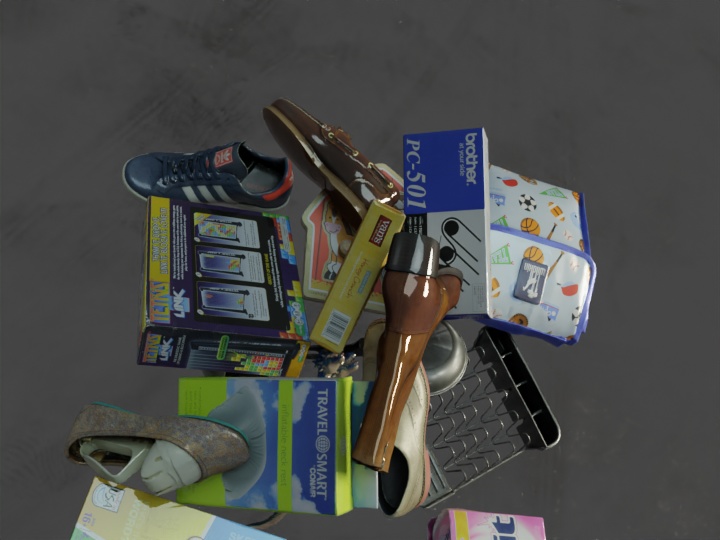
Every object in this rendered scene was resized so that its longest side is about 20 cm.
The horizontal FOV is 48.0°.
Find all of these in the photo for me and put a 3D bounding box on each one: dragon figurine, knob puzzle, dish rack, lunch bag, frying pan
[{"bbox_3d":[-0.056,0.172,0.834,0.058,0.201,0.100,22,21,-41],"label":"dragon figurine"},{"bbox_3d":[0.023,-0.048,0.994,0.214,0.031,0.225,8,65,-16],"label":"knob puzzle"},{"bbox_3d":[0.113,0.167,0.917,0.197,0.055,0.156,-21,74,-26],"label":"dish rack"},{"bbox_3d":[0.187,-0.017,0.975,0.166,0.124,0.204,16,54,-12],"label":"lunch bag"},{"bbox_3d":[0.031,0.076,0.916,0.186,0.031,0.116,19,50,11],"label":"frying pan"}]

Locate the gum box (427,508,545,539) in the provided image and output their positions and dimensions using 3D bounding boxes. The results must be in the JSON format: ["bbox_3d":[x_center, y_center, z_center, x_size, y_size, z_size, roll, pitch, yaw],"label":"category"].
[{"bbox_3d":[0.135,0.347,0.825,0.111,0.066,0.204,10,56,-16],"label":"gum box"}]

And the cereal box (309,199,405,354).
[{"bbox_3d":[0.000,0.000,0.839,0.039,0.200,0.146,25,94,0],"label":"cereal box"}]

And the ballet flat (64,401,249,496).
[{"bbox_3d":[-0.194,0.171,0.749,0.196,0.069,0.068,1,37,27],"label":"ballet flat"}]

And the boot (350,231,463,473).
[{"bbox_3d":[0.047,0.087,0.750,0.067,0.188,0.205,9,80,8],"label":"boot"}]

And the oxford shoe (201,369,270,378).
[{"bbox_3d":[-0.150,0.079,0.859,0.074,0.058,0.202,-25,75,-23],"label":"oxford shoe"}]

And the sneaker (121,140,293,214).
[{"bbox_3d":[-0.170,-0.115,0.922,0.195,0.085,0.077,1,66,-19],"label":"sneaker"}]

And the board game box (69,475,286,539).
[{"bbox_3d":[-0.183,0.300,0.756,0.196,0.040,0.156,21,62,-10],"label":"board game box"}]

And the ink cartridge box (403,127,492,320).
[{"bbox_3d":[0.095,-0.049,0.888,0.092,0.044,0.205,-2,80,16],"label":"ink cartridge box"}]

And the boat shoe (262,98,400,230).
[{"bbox_3d":[-0.036,-0.137,0.980,0.070,0.071,0.200,-39,79,-17],"label":"boat shoe"}]

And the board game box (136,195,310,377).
[{"bbox_3d":[-0.146,0.014,0.843,0.161,0.057,0.202,7,39,-18],"label":"board game box"}]

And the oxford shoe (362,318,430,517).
[{"bbox_3d":[0.034,0.152,0.836,0.069,0.075,0.205,-11,87,19],"label":"oxford shoe"}]

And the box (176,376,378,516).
[{"bbox_3d":[-0.082,0.164,0.770,0.195,0.047,0.125,-3,84,22],"label":"box"}]
